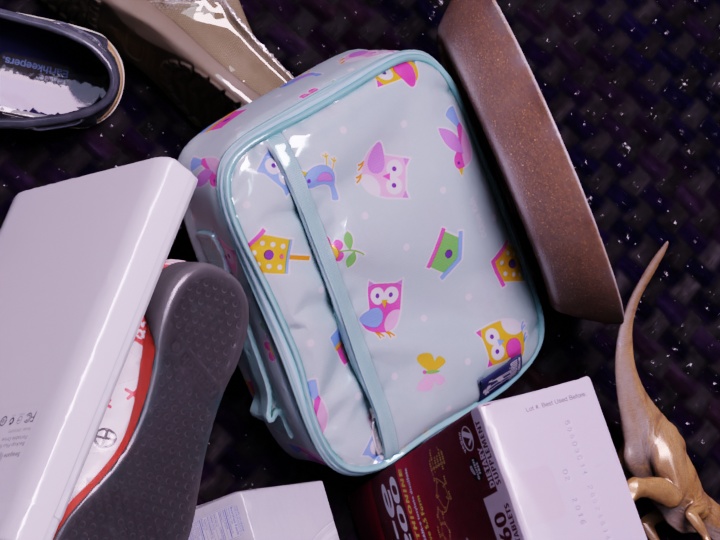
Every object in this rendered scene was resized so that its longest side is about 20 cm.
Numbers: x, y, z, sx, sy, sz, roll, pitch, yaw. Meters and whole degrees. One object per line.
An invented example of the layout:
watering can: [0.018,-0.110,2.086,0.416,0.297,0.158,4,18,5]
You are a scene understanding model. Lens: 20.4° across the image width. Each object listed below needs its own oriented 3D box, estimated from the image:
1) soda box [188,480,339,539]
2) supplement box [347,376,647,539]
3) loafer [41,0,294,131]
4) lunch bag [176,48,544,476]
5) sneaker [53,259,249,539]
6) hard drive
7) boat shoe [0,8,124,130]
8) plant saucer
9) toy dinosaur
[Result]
soda box: [-0.032,0.206,0.965,0.068,0.063,0.200,2,67,-54]
supplement box: [0.063,0.130,0.961,0.061,0.200,0.109,-14,77,-21]
loafer: [-0.085,-0.127,1.067,0.200,0.076,0.067,38,70,-4]
lunch bag: [0.000,0.000,1.017,0.160,0.077,0.200,-31,110,-29]
sneaker: [-0.127,0.089,0.968,0.067,0.108,0.202,28,75,-32]
hard drive: [-0.158,0.044,0.952,0.026,0.132,0.200,38,59,-33]
boat shoe: [-0.215,-0.108,1.015,0.200,0.062,0.075,7,95,-18]
plant saucer: [0.084,-0.058,1.050,0.034,0.200,0.200,-23,79,3]
toy dinosaur: [0.154,0.096,1.080,0.106,0.060,0.200,-38,111,-27]
